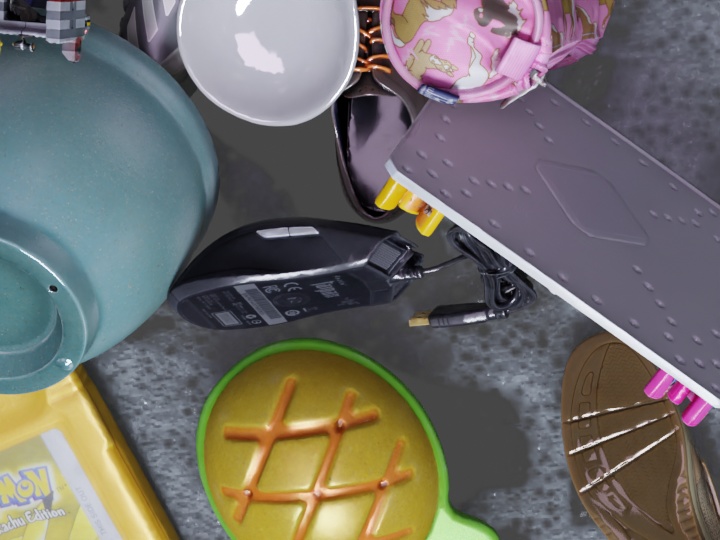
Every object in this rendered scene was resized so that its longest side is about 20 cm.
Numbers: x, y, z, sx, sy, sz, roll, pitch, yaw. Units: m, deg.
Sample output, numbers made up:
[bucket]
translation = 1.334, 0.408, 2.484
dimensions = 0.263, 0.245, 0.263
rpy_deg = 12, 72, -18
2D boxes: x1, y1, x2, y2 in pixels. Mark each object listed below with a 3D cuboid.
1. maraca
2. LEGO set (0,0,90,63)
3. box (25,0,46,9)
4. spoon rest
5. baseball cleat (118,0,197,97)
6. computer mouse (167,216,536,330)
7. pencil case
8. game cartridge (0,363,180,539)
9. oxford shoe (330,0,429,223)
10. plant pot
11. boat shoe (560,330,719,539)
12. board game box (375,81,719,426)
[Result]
[maraca]
translation = -0.009, 0.131, 0.967
dimensions = 0.137, 0.107, 0.200
rpy_deg = -37, 96, 12
[LEGO set]
translation = -0.192, -0.165, 0.856
dimensions = 0.198, 0.154, 0.117
rpy_deg = 5, 102, 6
[box]
translation = -0.254, -0.131, 0.979
dimensions = 0.120, 0.032, 0.201
rpy_deg = 19, 105, 2
[spoon rest]
translation = -0.032, -0.167, 0.860
dimensions = 0.099, 0.061, 0.201
rpy_deg = 22, 113, 2
[baseball cleat]
translation = -0.108, -0.163, 0.944
dimensions = 0.106, 0.070, 0.200
rpy_deg = 43, 103, 13
[computer mouse]
translation = 0.000, 0.000, 0.938
dimensions = 0.199, 0.140, 0.046
rpy_deg = -12, 67, 17
[pencil case]
translation = 0.075, -0.134, 0.851
dimensions = 0.082, 0.200, 0.087
rpy_deg = -4, 102, 19
[game cartridge]
translation = -0.217, 0.148, 1.023
dimensions = 0.175, 0.032, 0.201
rpy_deg = -23, 109, 11
[oxford shoe]
translation = 0.013, -0.125, 0.923
dimensions = 0.071, 0.073, 0.202
rpy_deg = -4, 102, 8
[plant pot]
translation = -0.186, -0.020, 0.901
dimensions = 0.199, 0.135, 0.201
rpy_deg = 6, 134, 6
[boat shoe]
translation = 0.169, 0.133, 0.968
dimensions = 0.071, 0.064, 0.201
rpy_deg = -19, 82, 20
[board game box]
translation = 0.114, -0.027, 0.872
dimensions = 0.199, 0.200, 0.026
rpy_deg = 35, 120, -2
